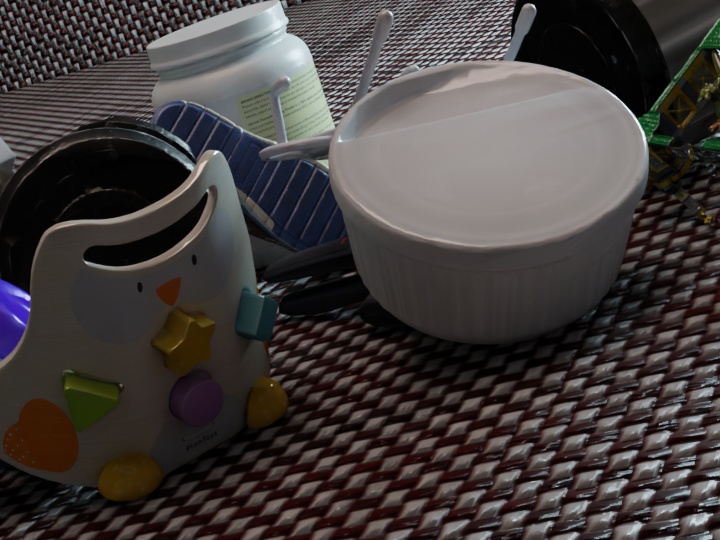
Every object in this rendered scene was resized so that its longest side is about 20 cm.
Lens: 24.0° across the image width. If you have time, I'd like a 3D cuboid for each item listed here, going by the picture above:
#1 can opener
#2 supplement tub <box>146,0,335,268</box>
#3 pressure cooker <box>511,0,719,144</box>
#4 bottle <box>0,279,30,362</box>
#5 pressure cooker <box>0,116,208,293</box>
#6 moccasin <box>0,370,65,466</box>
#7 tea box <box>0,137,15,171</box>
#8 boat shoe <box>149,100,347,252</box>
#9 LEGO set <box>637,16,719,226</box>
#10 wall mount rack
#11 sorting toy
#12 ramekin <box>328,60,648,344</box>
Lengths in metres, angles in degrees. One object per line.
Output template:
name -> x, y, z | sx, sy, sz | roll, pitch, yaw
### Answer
can opener -> 0.000, 0.000, 1.195 | 0.078, 0.064, 0.199 | -25, 15, -40
supplement tub -> -0.094, -0.116, 1.460 | 0.143, 0.202, 0.145 | -17, 15, 5
pressure cooker -> 0.238, -0.183, 1.311 | 0.199, 0.180, 0.175 | -28, 20, -23
bottle -> -0.275, 0.095, 1.060 | 0.200, 0.065, 0.083 | -47, -24, 5
pressure cooker -> -0.191, -0.017, 1.256 | 0.177, 0.178, 0.200 | -22, 5, -10
moccasin -> -0.230, 0.092, 1.151 | 0.199, 0.081, 0.068 | 13, 43, 39
tea box -> -0.412, -0.041, 1.387 | 0.199, 0.134, 0.197 | -30, -22, -40
boat shoe -> -0.082, -0.065, 1.359 | 0.073, 0.199, 0.072 | -57, 3, -21
LEGO set -> 0.282, -0.086, 1.137 | 0.154, 0.116, 0.199 | -55, 22, -15
wall mount rack -> 0.028, -0.124, 1.167 | 0.198, 0.076, 0.173 | -9, -2, -31
sorting toy -> -0.124, 0.023, 1.005 | 0.199, 0.181, 0.107 | -29, 47, -29
ramekin -> 0.080, -0.040, 1.064 | 0.200, 0.095, 0.203 | -2, 39, 2
